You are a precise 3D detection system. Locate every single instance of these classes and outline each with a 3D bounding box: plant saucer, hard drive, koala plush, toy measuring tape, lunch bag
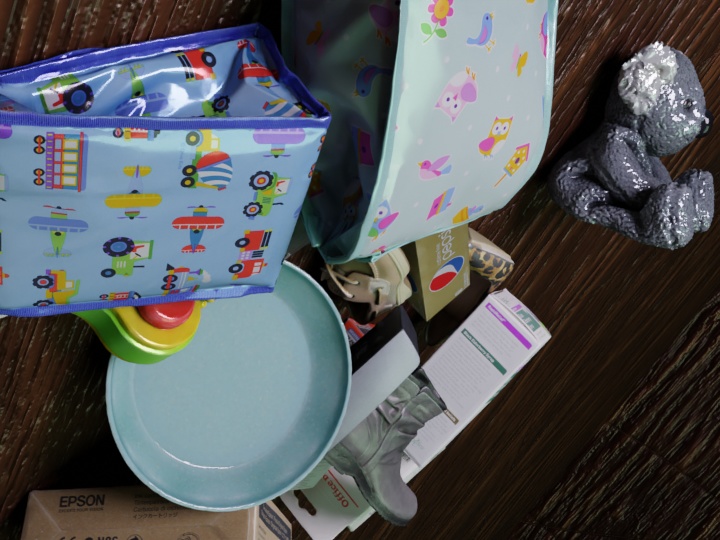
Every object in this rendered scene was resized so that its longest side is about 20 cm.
[{"bbox_3d":[-0.102,0.084,0.690,0.198,0.036,0.203,-3,96,-27],"label":"plant saucer"},{"bbox_3d":[-0.026,0.118,0.802,0.200,0.042,0.135,-42,-175,6],"label":"hard drive"},{"bbox_3d":[0.311,-0.151,0.975,0.177,0.182,0.202,-21,127,-57],"label":"koala plush"},{"bbox_3d":[-0.169,0.038,0.573,0.199,0.074,0.074,-22,147,-46],"label":"toy measuring tape"},{"bbox_3d":[-0.136,-0.045,0.505,0.198,0.094,0.151,-15,145,-33],"label":"lunch bag"},{"bbox_3d":[0.037,-0.114,0.560,0.169,0.121,0.202,-21,122,-42],"label":"lunch bag"}]

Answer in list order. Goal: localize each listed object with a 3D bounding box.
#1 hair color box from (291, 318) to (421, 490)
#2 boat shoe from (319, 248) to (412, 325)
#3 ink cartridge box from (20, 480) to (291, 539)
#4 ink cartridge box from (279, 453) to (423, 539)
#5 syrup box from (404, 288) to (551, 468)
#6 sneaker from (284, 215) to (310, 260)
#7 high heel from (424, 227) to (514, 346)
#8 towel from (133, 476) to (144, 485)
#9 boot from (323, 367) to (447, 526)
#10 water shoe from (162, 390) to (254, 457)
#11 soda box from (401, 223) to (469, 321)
[{"bbox_3d":[-0.034,0.152,0.977,0.200,0.064,0.111,-49,154,11],"label":"hair color box"},{"bbox_3d":[0.000,0.000,0.791,0.065,0.072,0.200,-41,160,-7],"label":"boat shoe"},{"bbox_3d":[-0.169,0.243,0.772,0.197,0.076,0.165,-3,153,5],"label":"ink cartridge box"},{"bbox_3d":[-0.004,0.234,1.080,0.199,0.117,0.067,-39,162,-12],"label":"ink cartridge box"},{"bbox_3d":[0.116,0.119,0.993,0.200,0.081,0.079,-48,167,16],"label":"syrup box"},{"bbox_3d":[-0.017,-0.071,0.676,0.199,0.075,0.106,-24,166,-50],"label":"sneaker"},{"bbox_3d":[0.107,0.028,0.988,0.143,0.071,0.200,-54,163,5],"label":"high heel"},{"bbox_3d":[-0.128,0.148,0.835,0.199,0.023,0.145,-32,168,-29],"label":"towel"},{"bbox_3d":[0.043,0.179,0.926,0.131,0.070,0.200,-39,130,0],"label":"boot"},{"bbox_3d":[-0.108,0.096,0.758,0.199,0.079,0.072,-34,154,-22],"label":"water shoe"},{"bbox_3d":[0.058,-0.033,0.830,0.064,0.068,0.200,-38,154,-11],"label":"soda box"}]
